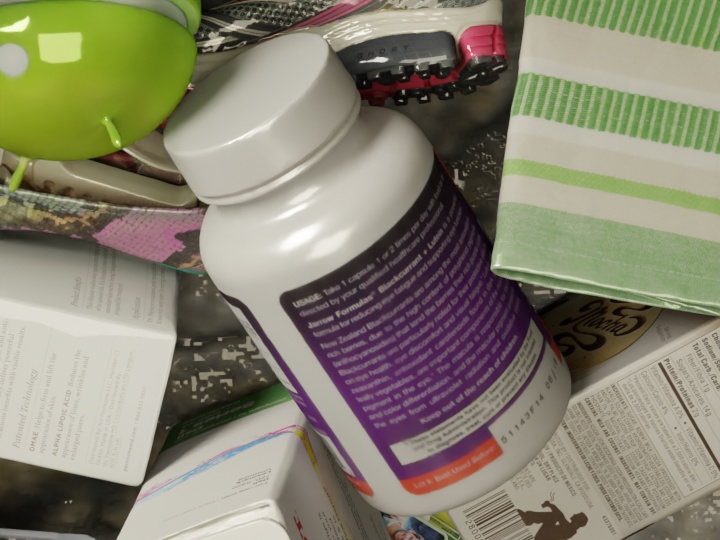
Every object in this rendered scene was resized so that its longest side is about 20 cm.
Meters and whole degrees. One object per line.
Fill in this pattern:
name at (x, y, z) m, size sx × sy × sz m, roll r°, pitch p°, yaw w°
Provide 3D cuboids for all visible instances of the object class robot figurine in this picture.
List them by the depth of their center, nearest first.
robot figurine at (-0.127, -0.137, 1.231) m, size 0.116 × 0.175 × 0.201 m, roll 10°, pitch 70°, yaw -38°

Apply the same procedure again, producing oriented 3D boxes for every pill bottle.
pill bottle at (0.000, 0.000, 1.256) m, size 0.111 × 0.111 × 0.200 m, roll -29°, pitch 117°, yaw 8°

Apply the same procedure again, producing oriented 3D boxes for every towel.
towel at (0.141, -0.074, 1.280) m, size 0.152 × 0.023 × 0.200 m, roll 11°, pitch 65°, yaw -6°

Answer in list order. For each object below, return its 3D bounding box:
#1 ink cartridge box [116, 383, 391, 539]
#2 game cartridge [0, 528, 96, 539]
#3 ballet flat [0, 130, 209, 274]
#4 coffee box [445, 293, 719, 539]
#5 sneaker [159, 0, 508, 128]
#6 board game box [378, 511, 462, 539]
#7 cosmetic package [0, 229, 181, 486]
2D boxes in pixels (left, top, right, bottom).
ink cartridge box at (-0.037, 0.149, 1.299) m, size 0.084 × 0.200 × 0.145 m, roll -20°, pitch 101°, yaw 10°
game cartridge at (-0.146, 0.181, 1.355) m, size 0.040 × 0.200 × 0.134 m, roll -38°, pitch 109°, yaw -31°
ballet flat at (-0.144, -0.049, 1.318) m, size 0.199 × 0.069 × 0.071 m, roll 11°, pitch 131°, yaw -10°
coffee box at (0.130, 0.055, 1.346) m, size 0.200 × 0.113 × 0.080 m, roll -29°, pitch 109°, yaw 7°
sneaker at (-0.035, -0.108, 1.308) m, size 0.199 × 0.081 × 0.075 m, roll -8°, pitch 79°, yaw 4°
board game box at (-0.004, 0.191, 1.435) m, size 0.134 × 0.029 × 0.200 m, roll 35°, pitch 105°, yaw -12°
cosmetic package at (-0.186, 0.024, 1.325) m, size 0.199 × 0.113 × 0.081 m, roll 12°, pitch 109°, yaw -5°
